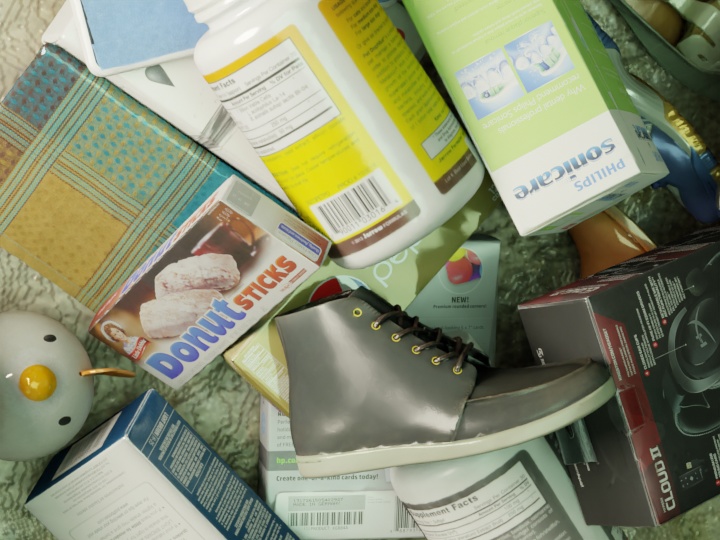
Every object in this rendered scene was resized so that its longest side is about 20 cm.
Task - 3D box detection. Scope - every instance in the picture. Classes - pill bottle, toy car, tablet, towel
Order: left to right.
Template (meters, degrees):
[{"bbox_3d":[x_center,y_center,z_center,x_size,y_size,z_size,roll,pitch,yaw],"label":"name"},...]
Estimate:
[{"bbox_3d":[-0.229,0.075,1.319,0.199,0.177,0.185,-13,89,-23],"label":"toy car"},{"bbox_3d":[-0.152,-0.038,1.353,0.200,0.022,0.147,36,119,-14],"label":"towel"},{"bbox_3d":[-0.082,-0.201,1.295,0.199,0.014,0.131,-15,97,-15],"label":"tablet"},{"bbox_3d":[-0.022,-0.108,1.253,0.109,0.109,0.200,-36,102,-5],"label":"pill bottle"},{"bbox_3d":[0.088,0.142,1.378,0.111,0.111,0.200,-34,104,-6],"label":"pill bottle"}]

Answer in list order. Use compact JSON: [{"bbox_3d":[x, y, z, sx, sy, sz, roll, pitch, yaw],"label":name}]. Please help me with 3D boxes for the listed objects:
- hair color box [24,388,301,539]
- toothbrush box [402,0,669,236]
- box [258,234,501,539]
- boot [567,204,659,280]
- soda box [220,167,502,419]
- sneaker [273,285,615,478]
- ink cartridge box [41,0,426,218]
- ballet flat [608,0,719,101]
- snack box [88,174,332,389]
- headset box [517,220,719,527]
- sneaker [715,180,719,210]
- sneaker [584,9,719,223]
[{"bbox_3d":[-0.108,0.182,1.387,0.100,0.061,0.200,-34,106,29],"label":"hair color box"},{"bbox_3d":[0.101,-0.128,1.314,0.086,0.146,0.200,-29,86,14],"label":"toothbrush box"},{"bbox_3d":[0.011,0.077,1.428,0.155,0.041,0.201,-1,99,-13],"label":"box"},{"bbox_3d":[0.149,0.052,1.447,0.155,0.077,0.200,-36,111,-1],"label":"boot"},{"bbox_3d":[0.000,0.000,1.359,0.064,0.068,0.200,44,84,-13],"label":"soda box"},{"bbox_3d":[0.045,0.054,1.272,0.199,0.075,0.107,-12,94,14],"label":"sneaker"},{"bbox_3d":[-0.075,-0.145,1.350,0.200,0.085,0.146,34,84,-17],"label":"ink cartridge box"},{"bbox_3d":[0.208,-0.176,1.423,0.200,0.064,0.067,39,89,-15],"label":"ballet flat"},{"bbox_3d":[-0.095,0.011,1.305,0.072,0.200,0.024,33,54,-13],"label":"snack box"},{"bbox_3d":[0.199,0.064,1.349,0.200,0.077,0.149,-22,96,-31],"label":"headset box"},{"bbox_3d":[0.293,0.021,1.314,0.066,0.090,0.200,-34,103,-30],"label":"sneaker"},{"bbox_3d":[0.161,-0.094,1.428,0.088,0.075,0.200,-45,96,5],"label":"sneaker"}]
